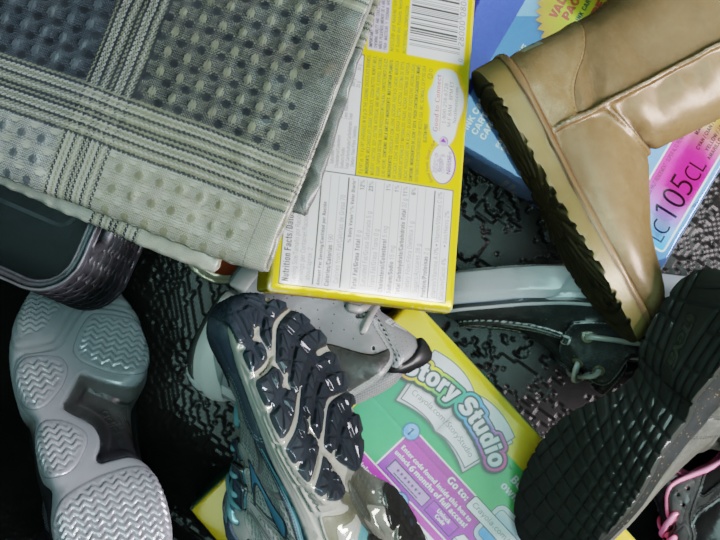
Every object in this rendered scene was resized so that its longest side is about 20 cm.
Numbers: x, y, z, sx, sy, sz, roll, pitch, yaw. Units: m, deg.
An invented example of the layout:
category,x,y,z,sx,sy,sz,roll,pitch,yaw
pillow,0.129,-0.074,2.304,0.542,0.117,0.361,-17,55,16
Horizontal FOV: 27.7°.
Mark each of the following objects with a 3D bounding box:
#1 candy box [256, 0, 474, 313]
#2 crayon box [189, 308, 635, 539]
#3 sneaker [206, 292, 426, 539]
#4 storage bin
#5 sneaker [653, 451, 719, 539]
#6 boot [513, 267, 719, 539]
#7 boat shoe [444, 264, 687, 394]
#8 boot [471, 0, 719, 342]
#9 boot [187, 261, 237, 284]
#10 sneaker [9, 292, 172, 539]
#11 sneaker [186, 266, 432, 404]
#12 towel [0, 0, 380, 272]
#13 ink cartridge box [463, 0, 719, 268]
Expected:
category,x,y,z,sx,sy,sz,roll,pitch,yaw
candy box,0.005,-0.082,0.748,0.102,0.026,0.201,7,83,-20
crayon box,0.033,0.146,0.835,0.172,0.058,0.200,-43,91,-3
sneaker,-0.041,0.106,0.741,0.086,0.078,0.200,-14,113,25
storage bin,-0.206,-0.076,0.781,0.199,0.094,0.136,23,85,9
sneaker,0.199,0.157,0.842,0.095,0.079,0.200,30,82,3
boot,0.181,0.088,0.778,0.130,0.068,0.200,13,123,-39
boat shoe,0.140,0.035,0.827,0.199,0.072,0.071,4,88,1
boot,0.182,-0.083,0.762,0.200,0.066,0.176,-29,96,-4
boot,-0.056,-0.088,0.804,0.075,0.107,0.201,17,92,-5
sneaker,-0.155,0.104,0.816,0.075,0.114,0.201,-5,56,-18
sneaker,0.000,0.000,0.789,0.115,0.075,0.200,28,92,15
towel,-0.097,-0.111,0.717,0.199,0.035,0.193,20,82,10
ink cartridge box,0.112,-0.108,0.828,0.200,0.076,0.137,30,89,-2
